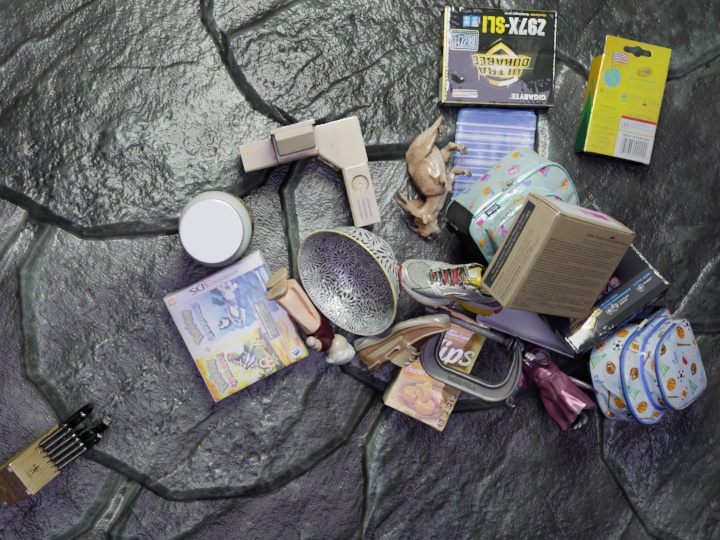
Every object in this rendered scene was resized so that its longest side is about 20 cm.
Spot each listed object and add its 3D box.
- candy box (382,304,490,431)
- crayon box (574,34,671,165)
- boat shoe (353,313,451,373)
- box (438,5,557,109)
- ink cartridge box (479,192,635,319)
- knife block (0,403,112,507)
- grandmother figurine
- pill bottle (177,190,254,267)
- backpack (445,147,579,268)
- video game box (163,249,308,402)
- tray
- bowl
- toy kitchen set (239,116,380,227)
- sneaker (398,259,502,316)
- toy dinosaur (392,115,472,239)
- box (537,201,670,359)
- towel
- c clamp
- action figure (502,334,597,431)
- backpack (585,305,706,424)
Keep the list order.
[{"bbox_3d":[0.131,0.162,1.350,0.114,0.055,0.202,25,92,-5],"label":"candy box"},{"bbox_3d":[0.459,-0.295,1.349,0.125,0.051,0.203,11,94,-7],"label":"crayon box"},{"bbox_3d":[0.076,0.123,1.289,0.075,0.199,0.073,-10,79,-46],"label":"boat shoe"},{"bbox_3d":[0.234,-0.362,1.322,0.197,0.049,0.162,1,93,-6],"label":"box"},{"bbox_3d":[0.304,-0.018,1.187,0.198,0.075,0.166,10,115,-37],"label":"ink cartridge box"},{"bbox_3d":[-0.519,0.305,1.301,0.199,0.175,0.064,-30,99,43],"label":"knife block"},{"bbox_3d":[-0.078,0.091,1.296,0.060,0.122,0.200,-28,122,22],"label":"grandmother figurine"},{"bbox_3d":[-0.227,-0.067,1.221,0.115,0.200,0.118,-1,95,-7],"label":"pill bottle"},{"bbox_3d":[0.265,-0.093,1.271,0.200,0.153,0.176,-46,126,-8],"label":"backpack"},{"bbox_3d":[-0.210,0.093,1.315,0.181,0.047,0.202,-26,97,-1],"label":"video game box"},{"bbox_3d":[0.296,0.081,1.360,0.198,0.022,0.108,21,56,-7],"label":"tray"},{"bbox_3d":[0.000,0.000,1.285,0.094,0.200,0.202,-41,99,-40],"label":"bowl"},{"bbox_3d":[-0.080,-0.144,1.249,0.198,0.163,0.183,-14,96,-4],"label":"toy kitchen set"},{"bbox_3d":[0.156,0.013,1.244,0.198,0.082,0.079,9,61,-15],"label":"sneaker"},{"bbox_3d":[0.110,-0.166,1.315,0.085,0.135,0.203,8,69,-46],"label":"toy dinosaur"},{"bbox_3d":[0.384,0.015,1.324,0.199,0.050,0.199,-34,67,-3],"label":"box"},{"bbox_3d":[0.233,-0.181,1.349,0.143,0.024,0.203,3,95,-5],"label":"towel"},{"bbox_3d":[0.186,0.121,1.295,0.198,0.027,0.172,27,95,9],"label":"c clamp"},{"bbox_3d":[0.330,0.180,1.349,0.148,0.134,0.201,-28,72,-33],"label":"action figure"},{"bbox_3d":[0.485,0.171,1.321,0.189,0.154,0.202,-28,97,-27],"label":"backpack"}]
